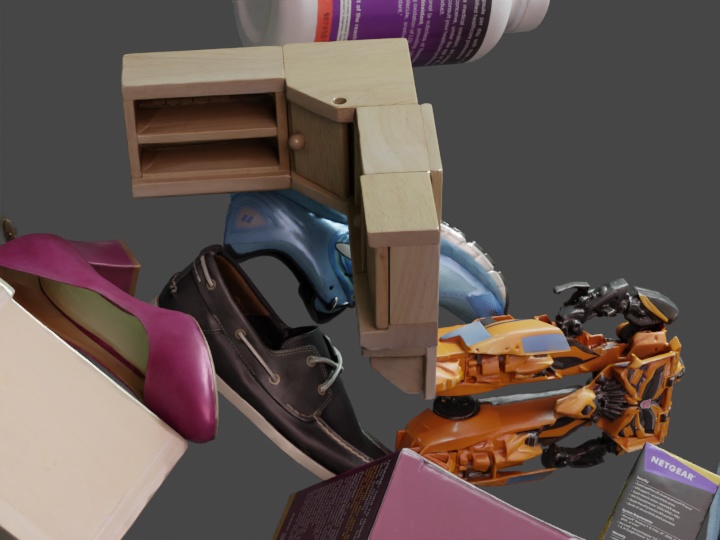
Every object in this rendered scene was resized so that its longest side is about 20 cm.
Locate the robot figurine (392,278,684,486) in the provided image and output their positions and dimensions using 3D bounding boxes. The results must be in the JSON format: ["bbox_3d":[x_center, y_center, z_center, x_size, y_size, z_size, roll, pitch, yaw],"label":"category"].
[{"bbox_3d":[0.122,0.080,1.232,0.199,0.058,0.146,-7,123,-15],"label":"robot figurine"}]

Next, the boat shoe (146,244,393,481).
[{"bbox_3d":[-0.041,0.069,1.184,0.200,0.072,0.068,43,102,-6],"label":"boat shoe"}]

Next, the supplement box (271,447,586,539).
[{"bbox_3d":[0.026,0.189,1.118,0.130,0.200,0.104,28,68,-12],"label":"supplement box"}]

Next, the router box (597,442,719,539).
[{"bbox_3d":[0.151,0.213,1.161,0.052,0.200,0.158,25,66,10],"label":"router box"}]

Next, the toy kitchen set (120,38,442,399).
[{"bbox_3d":[-0.045,-0.012,1.120,0.179,0.164,0.201,-3,37,-3],"label":"toy kitchen set"}]

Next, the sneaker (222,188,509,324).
[{"bbox_3d":[0.000,0.000,1.235,0.199,0.078,0.090,24,79,-5],"label":"sneaker"}]

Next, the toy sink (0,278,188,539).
[{"bbox_3d":[-0.216,0.083,1.088,0.200,0.130,0.112,39,66,-7],"label":"toy sink"}]

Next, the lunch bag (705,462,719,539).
[{"bbox_3d":[0.313,0.232,1.266,0.169,0.127,0.201,22,60,-18],"label":"lunch bag"}]

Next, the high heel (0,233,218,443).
[{"bbox_3d":[-0.153,0.039,1.110,0.095,0.068,0.200,-5,39,-29],"label":"high heel"}]

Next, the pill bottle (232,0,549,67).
[{"bbox_3d":[0.022,-0.189,1.261,0.199,0.112,0.113,-7,79,-23],"label":"pill bottle"}]
